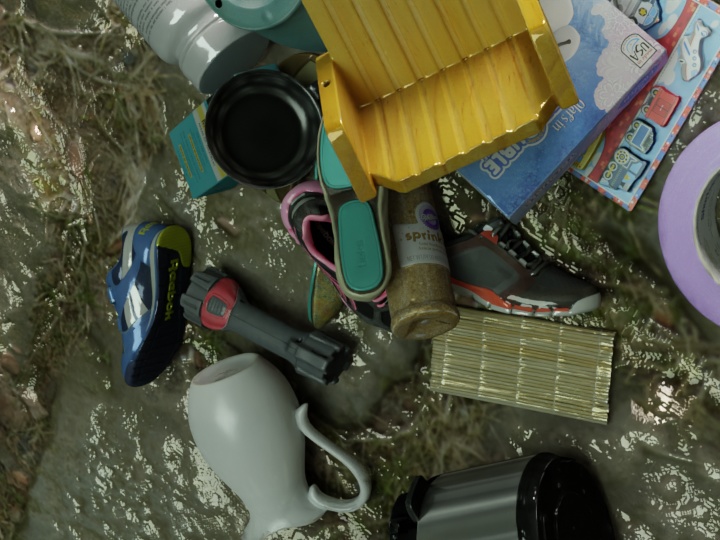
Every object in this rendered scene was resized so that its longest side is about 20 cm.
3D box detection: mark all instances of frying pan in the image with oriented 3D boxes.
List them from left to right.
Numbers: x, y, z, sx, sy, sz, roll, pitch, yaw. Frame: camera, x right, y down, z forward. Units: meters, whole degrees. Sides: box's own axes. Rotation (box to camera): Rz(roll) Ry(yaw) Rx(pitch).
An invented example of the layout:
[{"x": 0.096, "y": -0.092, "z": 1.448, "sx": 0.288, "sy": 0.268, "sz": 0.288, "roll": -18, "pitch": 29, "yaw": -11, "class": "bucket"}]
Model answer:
[{"x": -0.074, "y": -0.166, "z": 1.212, "sx": 0.115, "sy": 0.031, "sz": 0.190, "roll": 31, "pitch": 79, "yaw": -8, "class": "frying pan"}]

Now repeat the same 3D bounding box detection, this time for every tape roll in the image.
[{"x": 0.361, "y": -0.042, "z": 1.085, "sx": 0.199, "sy": 0.066, "sz": 0.201, "roll": 8, "pitch": 106, "yaw": 30, "class": "tape roll"}]

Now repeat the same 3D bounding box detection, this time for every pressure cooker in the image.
[{"x": 0.131, "y": 0.278, "z": 1.243, "sx": 0.199, "sy": 0.178, "sz": 0.177, "roll": -17, "pitch": 78, "yaw": 33, "class": "pressure cooker"}]

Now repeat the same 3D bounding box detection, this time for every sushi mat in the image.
[{"x": 0.158, "y": 0.092, "z": 1.272, "sx": 0.199, "sy": 0.012, "sz": 0.096, "roll": 9, "pitch": 107, "yaw": 29, "class": "sushi mat"}]

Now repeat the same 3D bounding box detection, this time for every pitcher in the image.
[{"x": -0.091, "y": 0.191, "z": 1.397, "sx": 0.171, "sy": 0.121, "sz": 0.201, "roll": -17, "pitch": 104, "yaw": 17, "class": "pitcher"}]

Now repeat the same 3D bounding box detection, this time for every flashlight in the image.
[{"x": -0.103, "y": 0.063, "z": 1.392, "sx": 0.200, "sy": 0.068, "sz": 0.068, "roll": 25, "pitch": 143, "yaw": 22, "class": "flashlight"}]

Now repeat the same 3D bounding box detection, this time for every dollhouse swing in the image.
[{"x": 0.045, "y": -0.203, "z": 1.044, "sx": 0.199, "sy": 0.182, "sz": 0.176, "roll": -23, "pitch": 129, "yaw": 12, "class": "dollhouse swing"}]

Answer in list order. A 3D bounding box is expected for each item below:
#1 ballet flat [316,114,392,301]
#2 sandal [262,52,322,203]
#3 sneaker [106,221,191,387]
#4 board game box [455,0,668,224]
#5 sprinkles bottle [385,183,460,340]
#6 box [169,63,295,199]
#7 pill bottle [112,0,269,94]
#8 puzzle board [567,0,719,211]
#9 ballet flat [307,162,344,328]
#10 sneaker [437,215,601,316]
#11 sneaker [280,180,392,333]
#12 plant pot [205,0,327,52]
[{"x": -0.002, "y": -0.070, "z": 1.182, "sx": 0.069, "sy": 0.069, "sz": 0.201, "roll": -5, "pitch": 84, "yaw": 32, "class": "ballet flat"}, {"x": -0.063, "y": -0.152, "z": 1.316, "sx": 0.080, "sy": 0.054, "sz": 0.200, "roll": 43, "pitch": 141, "yaw": 18, "class": "sandal"}, {"x": -0.252, "y": 0.036, "z": 1.476, "sx": 0.082, "sy": 0.074, "sz": 0.201, "roll": 18, "pitch": 104, "yaw": 28, "class": "sneaker"}, {"x": 0.134, "y": -0.182, "z": 1.141, "sx": 0.199, "sy": 0.043, "sz": 0.200, "roll": 44, "pitch": 97, "yaw": 15, "class": "board game box"}, {"x": 0.046, "y": -0.035, "z": 1.224, "sx": 0.068, "sy": 0.068, "sz": 0.201, "roll": -29, "pitch": 59, "yaw": 33, "class": "sprinkles bottle"}, {"x": -0.133, "y": -0.140, "z": 1.320, "sx": 0.200, "sy": 0.049, "sz": 0.083, "roll": -24, "pitch": 86, "yaw": 60, "class": "box"}, {"x": -0.193, "y": -0.290, "z": 1.332, "sx": 0.200, "sy": 0.113, "sz": 0.113, "roll": 50, "pitch": 122, "yaw": 12, "class": "pill bottle"}, {"x": 0.233, "y": -0.177, "z": 1.158, "sx": 0.151, "sy": 0.017, "sz": 0.200, "roll": 36, "pitch": 117, "yaw": 19, "class": "puzzle board"}, {"x": -0.018, "y": -0.031, "z": 1.322, "sx": 0.070, "sy": 0.071, "sz": 0.201, "roll": 12, "pitch": 108, "yaw": 28, "class": "ballet flat"}, {"x": 0.139, "y": -0.008, "z": 1.225, "sx": 0.199, "sy": 0.077, "sz": 0.082, "roll": 14, "pitch": 103, "yaw": 27, "class": "sneaker"}, {"x": 0.000, "y": 0.000, "z": 1.256, "sx": 0.079, "sy": 0.095, "sz": 0.200, "roll": -45, "pitch": 108, "yaw": 4, "class": "sneaker"}, {"x": -0.051, "y": -0.299, "z": 1.199, "sx": 0.199, "sy": 0.188, "sz": 0.201, "roll": 8, "pitch": 105, "yaw": 29, "class": "plant pot"}]
